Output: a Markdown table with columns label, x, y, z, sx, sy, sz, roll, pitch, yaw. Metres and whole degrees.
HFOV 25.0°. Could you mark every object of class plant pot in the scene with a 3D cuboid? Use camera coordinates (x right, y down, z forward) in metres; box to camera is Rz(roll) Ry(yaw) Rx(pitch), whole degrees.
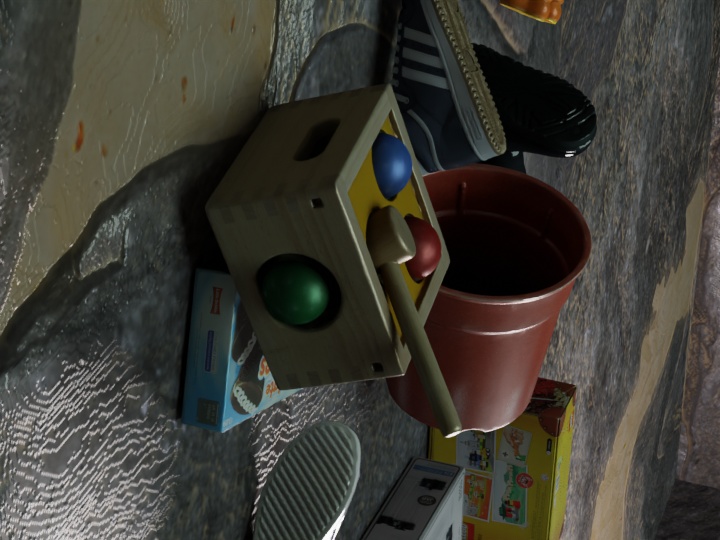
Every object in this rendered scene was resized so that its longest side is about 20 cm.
| label | x | y | z | sx | sy | sz | roll | pitch | yaw |
| --- | --- | --- | --- | --- | --- | --- | --- | --- | --- |
| plant pot | 0.103 | 0.036 | 1.538 | 0.201 | 0.200 | 0.196 | -57 | 160 | -47 |

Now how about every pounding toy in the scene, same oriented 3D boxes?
| label | x | y | z | sx | sy | sz | roll | pitch | yaw |
| --- | --- | --- | --- | --- | --- | --- | --- | --- | --- |
| pounding toy | -0.001 | -0.005 | 1.153 | 0.200 | 0.142 | 0.184 | -65 | 140 | -55 |

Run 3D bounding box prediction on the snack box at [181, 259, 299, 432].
| label | x | y | z | sx | sy | sz | roll | pitch | yaw |
| --- | --- | --- | --- | --- | --- | --- | --- | --- | --- |
| snack box | -0.073 | 0.043 | 1.238 | 0.200 | 0.037 | 0.117 | -23 | 121 | -68 |

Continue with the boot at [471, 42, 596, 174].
| label | x | y | z | sx | sy | sz | roll | pitch | yaw |
| --- | --- | --- | --- | --- | --- | --- | --- | --- | --- |
| boot | 0.159 | -0.116 | 1.601 | 0.076 | 0.200 | 0.168 | -32 | 136 | -24 |

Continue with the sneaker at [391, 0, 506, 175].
| label | x | y | z | sx | sy | sz | roll | pitch | yaw |
| --- | --- | --- | --- | --- | --- | --- | --- | --- | --- |
| sneaker | 0.045 | -0.179 | 1.431 | 0.070 | 0.108 | 0.200 | -13 | 82 | -67 |

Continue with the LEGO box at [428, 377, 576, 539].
| label | x | y | z | sx | sy | sz | roll | pitch | yaw |
| --- | --- | --- | --- | --- | --- | --- | --- | --- | --- |
| LEGO box | 0.156 | 0.218 | 1.829 | 0.077 | 0.149 | 0.200 | -48 | 145 | -57 |

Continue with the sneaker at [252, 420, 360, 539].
| label | x | y | z | sx | sy | sz | roll | pitch | yaw |
| --- | --- | --- | --- | --- | --- | --- | --- | --- | --- |
| sneaker | -0.048 | 0.225 | 1.379 | 0.201 | 0.073 | 0.114 | -67 | 164 | -3 |

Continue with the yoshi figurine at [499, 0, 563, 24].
| label | x | y | z | sx | sy | sz | roll | pitch | yaw |
| --- | --- | --- | --- | --- | --- | --- | --- | --- | --- |
| yoshi figurine | 0.203 | -0.377 | 1.757 | 0.112 | 0.112 | 0.200 | 15 | 103 | -32 |

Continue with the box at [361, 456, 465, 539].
| label | x | y | z | sx | sy | sz | roll | pitch | yaw |
| --- | --- | --- | --- | --- | --- | --- | --- | --- | --- |
| box | 0.049 | 0.299 | 1.701 | 0.200 | 0.060 | 0.117 | -52 | 148 | -54 |
